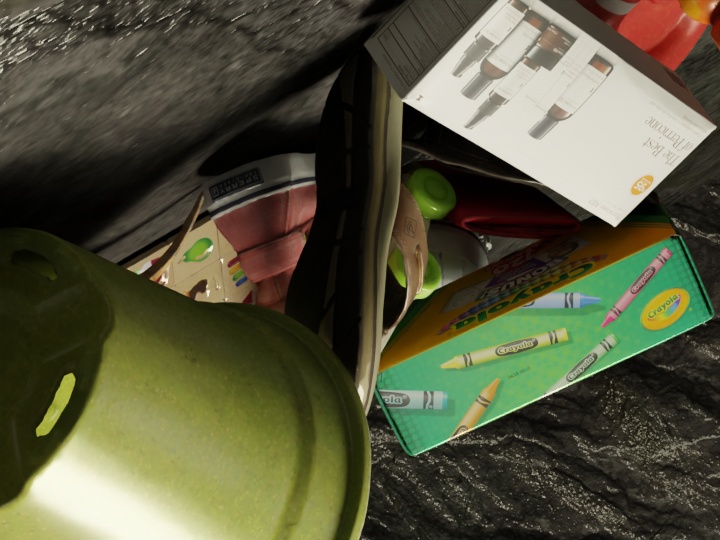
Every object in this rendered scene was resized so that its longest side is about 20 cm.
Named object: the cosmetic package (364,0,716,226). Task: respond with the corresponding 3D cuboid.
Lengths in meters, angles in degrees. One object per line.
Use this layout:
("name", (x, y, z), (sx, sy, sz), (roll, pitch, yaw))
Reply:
("cosmetic package", (0.098, -0.094, 1.078), (0.083, 0.051, 0.199), (-44, 141, 19))

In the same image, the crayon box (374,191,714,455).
("crayon box", (0.105, 0.030, 1.257), (0.199, 0.059, 0.119), (-25, -167, 7))

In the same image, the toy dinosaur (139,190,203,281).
("toy dinosaur", (-0.153, 0.031, 1.084), (0.106, 0.061, 0.200), (-42, 171, 34))

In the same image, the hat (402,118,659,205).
("hat", (0.093, -0.095, 1.268), (0.200, 0.199, 0.082), (-8, 110, -74))

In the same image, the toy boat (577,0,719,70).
("toy boat", (0.198, -0.155, 1.165), (0.130, 0.131, 0.200), (-13, 159, -43))

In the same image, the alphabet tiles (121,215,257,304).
("alphabet tiles", (-0.120, 0.063, 1.254), (0.167, 0.008, 0.201), (-31, 141, -27))

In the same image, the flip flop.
("flip flop", (0.006, -0.015, 1.065), (0.057, 0.202, 0.081), (15, 164, -29))

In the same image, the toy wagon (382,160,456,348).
("toy wagon", (0.000, 0.000, 1.279), (0.155, 0.039, 0.201), (-47, -160, 40))

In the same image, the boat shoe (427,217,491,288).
("boat shoe", (0.052, -0.019, 1.399), (0.200, 0.071, 0.071), (97, 8, -80))

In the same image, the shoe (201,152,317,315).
("shoe", (-0.024, -0.017, 1.176), (0.071, 0.092, 0.200), (-20, 179, 19))

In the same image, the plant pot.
("plant pot", (-0.123, 0.076, 0.958), (0.200, 0.201, 0.184), (-36, 145, 10))

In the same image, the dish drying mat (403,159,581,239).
("dish drying mat", (0.077, -0.046, 1.326), (0.076, 0.018, 0.200), (2, -168, -11))
